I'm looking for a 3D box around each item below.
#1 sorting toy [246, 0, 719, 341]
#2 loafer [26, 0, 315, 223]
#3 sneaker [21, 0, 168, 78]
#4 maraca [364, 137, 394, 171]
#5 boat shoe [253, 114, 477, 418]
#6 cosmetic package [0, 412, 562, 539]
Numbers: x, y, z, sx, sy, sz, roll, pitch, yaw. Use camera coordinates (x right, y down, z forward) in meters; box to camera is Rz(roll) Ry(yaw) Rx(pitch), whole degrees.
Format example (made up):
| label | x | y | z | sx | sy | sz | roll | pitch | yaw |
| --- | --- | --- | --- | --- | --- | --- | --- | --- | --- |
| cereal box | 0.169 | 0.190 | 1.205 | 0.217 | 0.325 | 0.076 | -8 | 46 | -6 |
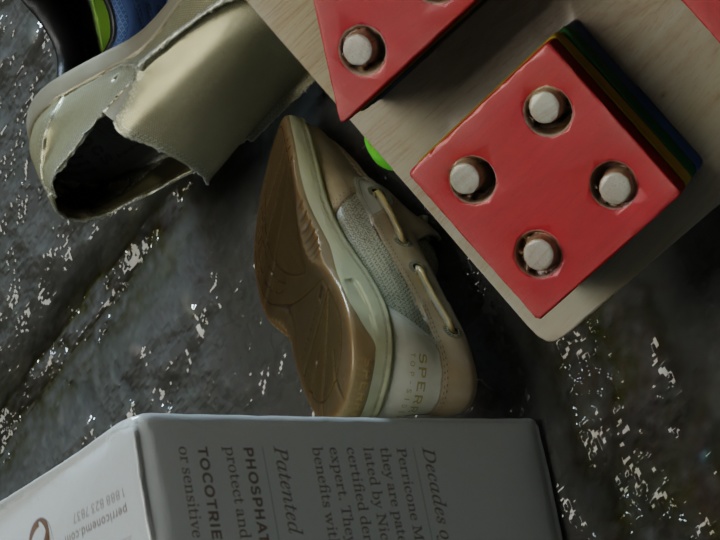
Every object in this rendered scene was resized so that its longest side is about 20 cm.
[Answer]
| label | x | y | z | sx | sy | sz | roll | pitch | yaw |
| --- | --- | --- | --- | --- | --- | --- | --- | --- | --- |
| sorting toy | 0.068 | -0.104 | 0.893 | 0.200 | 0.070 | 0.199 | -42 | 89 | 22 |
| loafer | -0.073 | -0.078 | 1.163 | 0.199 | 0.075 | 0.069 | -31 | 45 | 34 |
| sneaker | -0.124 | -0.165 | 1.250 | 0.078 | 0.089 | 0.202 | -22 | 70 | 48 |
| maraca | 0.061 | -0.125 | 0.997 | 0.201 | 0.107 | 0.137 | -54 | 24 | 16 |
| boat shoe | 0.000 | 0.000 | 1.100 | 0.200 | 0.064 | 0.073 | -114 | 34 | -57 |
| cosmetic package | -0.037 | 0.160 | 1.022 | 0.167 | 0.199 | 0.168 | -31 | 64 | 46 |
